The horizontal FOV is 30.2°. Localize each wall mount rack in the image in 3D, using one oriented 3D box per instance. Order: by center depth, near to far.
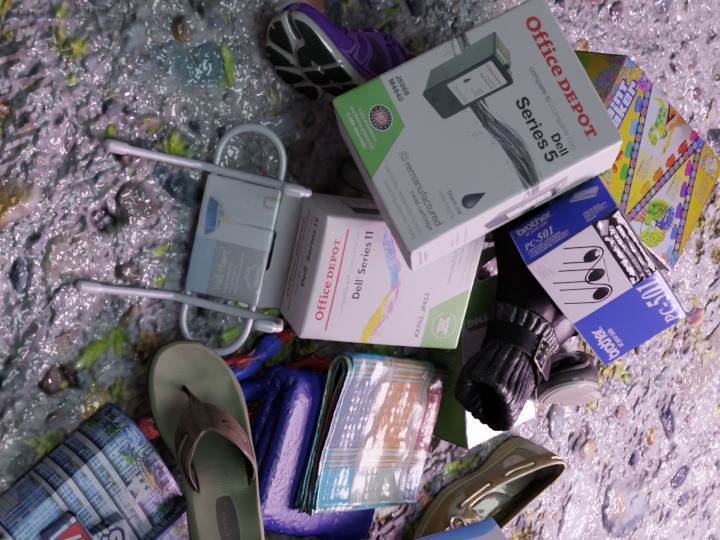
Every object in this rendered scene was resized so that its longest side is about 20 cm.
[{"bbox_3d":[-0.135,-0.029,1.105,0.171,0.075,0.203,12,95,-3],"label":"wall mount rack"}]

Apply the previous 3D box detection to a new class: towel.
[{"bbox_3d":[-0.040,0.171,1.226,0.199,0.049,0.150,22,83,-57],"label":"towel"},{"bbox_3d":[0.017,0.152,1.242,0.199,0.021,0.149,11,94,-58],"label":"towel"}]

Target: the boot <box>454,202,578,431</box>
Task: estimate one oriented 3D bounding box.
[{"bbox_3d":[0.141,0.040,1.260,0.158,0.079,0.212,-46,132,-22],"label":"boot"}]

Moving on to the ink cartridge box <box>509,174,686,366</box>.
[{"bbox_3d":[0.218,0.004,1.203,0.093,0.045,0.200,-32,139,11],"label":"ink cartridge box"}]

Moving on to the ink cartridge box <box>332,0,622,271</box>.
[{"bbox_3d":[0.096,-0.114,1.109,0.198,0.084,0.147,-28,79,-2],"label":"ink cartridge box"}]

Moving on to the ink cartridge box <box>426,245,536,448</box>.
[{"bbox_3d":[0.121,0.066,1.352,0.103,0.059,0.203,-17,112,-36],"label":"ink cartridge box"}]

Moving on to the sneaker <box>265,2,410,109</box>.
[{"bbox_3d":[-0.009,-0.187,1.182,0.199,0.080,0.085,30,68,-50],"label":"sneaker"}]

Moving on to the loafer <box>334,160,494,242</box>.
[{"bbox_3d":[0.055,-0.052,1.270,0.198,0.072,0.064,14,109,-35],"label":"loafer"}]

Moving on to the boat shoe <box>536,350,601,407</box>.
[{"bbox_3d":[0.216,0.108,1.399,0.200,0.066,0.058,34,43,-73],"label":"boat shoe"}]

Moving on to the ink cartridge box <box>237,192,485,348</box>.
[{"bbox_3d":[0.000,0.000,1.185,0.197,0.067,0.119,5,109,-24],"label":"ink cartridge box"}]

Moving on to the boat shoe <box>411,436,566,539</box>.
[{"bbox_3d":[0.134,0.253,1.408,0.200,0.063,0.074,-35,121,-29],"label":"boat shoe"}]

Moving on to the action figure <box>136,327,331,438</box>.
[{"bbox_3d":[-0.111,0.101,1.175,0.198,0.051,0.066,-24,121,-32],"label":"action figure"}]

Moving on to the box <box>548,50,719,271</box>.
[{"bbox_3d":[0.204,-0.114,1.283,0.192,0.199,0.123,36,79,-39],"label":"box"}]

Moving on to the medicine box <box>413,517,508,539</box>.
[{"bbox_3d":[0.046,0.351,1.277,0.180,0.103,0.201,-7,139,-38],"label":"medicine box"}]

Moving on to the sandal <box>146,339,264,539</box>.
[{"bbox_3d":[-0.118,0.152,1.095,0.079,0.057,0.204,-15,80,-19],"label":"sandal"}]

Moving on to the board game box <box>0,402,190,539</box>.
[{"bbox_3d":[-0.223,0.254,1.108,0.200,0.061,0.202,-43,125,-25],"label":"board game box"}]
